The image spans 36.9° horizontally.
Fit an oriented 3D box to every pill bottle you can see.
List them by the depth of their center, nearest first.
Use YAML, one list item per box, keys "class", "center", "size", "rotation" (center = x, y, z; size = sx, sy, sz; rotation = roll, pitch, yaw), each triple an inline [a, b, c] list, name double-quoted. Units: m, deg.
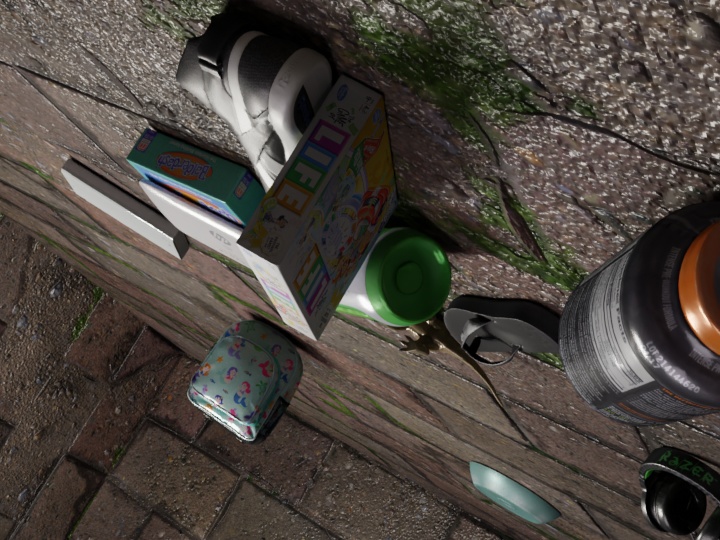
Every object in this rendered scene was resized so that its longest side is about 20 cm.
- class: "pill bottle"
  center: [0.182, 0.026, 0.592]
  size: [0.105, 0.107, 0.200]
  rotation: [31, 168, 3]

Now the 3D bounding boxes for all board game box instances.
- class: "board game box"
  center: [-0.024, -0.036, 0.790]
  size: [0.034, 0.135, 0.200]
  rotation: [28, 168, 13]
- class: "board game box"
  center: [-0.145, -0.066, 1.184]
  size: [0.151, 0.045, 0.200]
  rotation: [24, 165, 33]

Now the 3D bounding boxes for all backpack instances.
- class: "backpack"
  center: [-0.205, 0.194, 1.983]
  size: [0.176, 0.201, 0.151]
  rotation: [32, 164, 15]

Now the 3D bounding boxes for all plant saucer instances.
- class: "plant saucer"
  center: [0.288, 0.435, 2.077]
  size: [0.198, 0.036, 0.200]
  rotation: [31, 167, 8]

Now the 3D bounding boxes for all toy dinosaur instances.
- class: "toy dinosaur"
  center: [0.077, 0.068, 1.176]
  size: [0.199, 0.059, 0.101]
  rotation: [34, -175, 32]

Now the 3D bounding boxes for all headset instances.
- class: "headset"
  center: [0.368, 0.252, 1.150]
  size: [0.123, 0.094, 0.201]
  rotation: [26, 152, 41]

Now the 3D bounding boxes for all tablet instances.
- class: "tablet"
  center: [-0.143, -0.032, 1.172]
  size: [0.198, 0.014, 0.130]
  rotation: [26, 166, 20]

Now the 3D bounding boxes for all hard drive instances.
- class: "hard drive"
  center: [-0.357, -0.092, 1.652]
  size: [0.199, 0.026, 0.132]
  rotation: [32, 168, 4]

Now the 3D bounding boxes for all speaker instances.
- class: "speaker"
  center: [0.000, 0.000, 0.974]
  size: [0.088, 0.089, 0.199]
  rotation: [37, 167, -25]

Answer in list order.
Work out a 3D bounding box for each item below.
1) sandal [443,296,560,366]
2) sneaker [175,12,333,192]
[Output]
- class: "sandal"
  center: [0.124, 0.060, 1.010]
  size: [0.076, 0.043, 0.200]
  rotation: [34, 168, -10]
- class: "sneaker"
  center: [-0.072, -0.115, 0.776]
  size: [0.111, 0.073, 0.201]
  rotation: [32, 160, 14]
